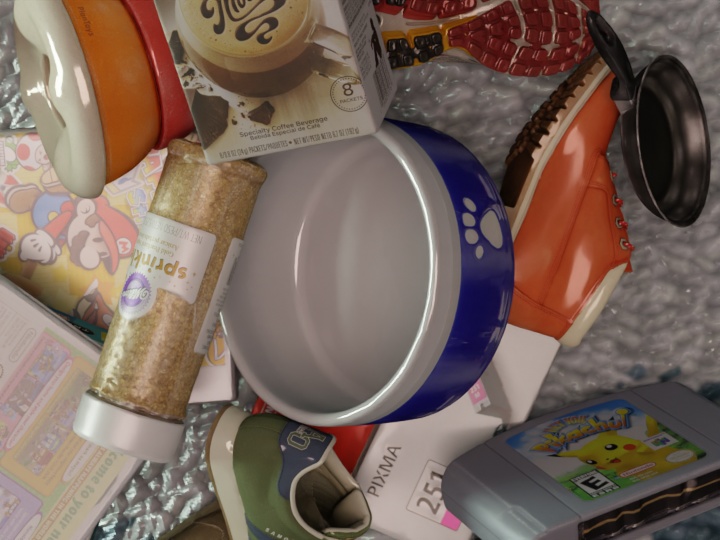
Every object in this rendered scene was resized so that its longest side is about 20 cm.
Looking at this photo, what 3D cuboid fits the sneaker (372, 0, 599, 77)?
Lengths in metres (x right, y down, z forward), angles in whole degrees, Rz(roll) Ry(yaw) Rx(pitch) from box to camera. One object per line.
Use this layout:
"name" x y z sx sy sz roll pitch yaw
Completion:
"sneaker" 0.064 -0.173 1.209 0.200 0.082 0.078 2 104 -16

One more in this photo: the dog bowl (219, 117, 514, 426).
"dog bowl" 0.000 0.000 1.177 0.200 0.079 0.200 -2 86 44

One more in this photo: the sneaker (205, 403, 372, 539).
"sneaker" -0.034 0.174 1.219 0.090 0.067 0.200 5 132 26

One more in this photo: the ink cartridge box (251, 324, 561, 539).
"ink cartridge box" 0.029 0.078 1.262 0.174 0.044 0.200 24 98 -3

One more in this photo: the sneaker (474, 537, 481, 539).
"sneaker" 0.112 0.200 1.209 0.077 0.200 0.082 -25 86 -24

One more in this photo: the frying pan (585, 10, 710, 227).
"frying pan" 0.180 -0.089 1.176 0.031 0.190 0.115 -6 80 34

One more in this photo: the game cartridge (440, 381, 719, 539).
"game cartridge" 0.161 0.130 1.202 0.200 0.133 0.040 -18 111 -21

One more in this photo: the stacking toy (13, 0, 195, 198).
"stacking toy" -0.117 -0.138 1.199 0.200 0.146 0.146 -16 98 -18

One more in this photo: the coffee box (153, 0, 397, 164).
"coffee box" -0.061 -0.176 1.090 0.113 0.080 0.200 -10 115 16

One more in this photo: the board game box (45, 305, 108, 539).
"board game box" -0.253 0.092 1.248 0.200 0.047 0.151 22 99 -2

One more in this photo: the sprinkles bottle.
"sprinkles bottle" -0.121 0.019 1.166 0.068 0.068 0.200 19 89 -1

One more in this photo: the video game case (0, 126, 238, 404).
"video game case" -0.182 -0.002 1.265 0.182 0.023 0.200 -4 98 2

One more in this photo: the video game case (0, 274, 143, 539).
"video game case" -0.249 0.116 1.217 0.182 0.022 0.200 36 96 -4

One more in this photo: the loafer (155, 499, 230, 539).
"loafer" -0.149 0.232 1.277 0.200 0.067 0.076 -42 95 7

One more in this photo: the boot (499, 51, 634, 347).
"boot" 0.145 -0.048 1.216 0.107 0.075 0.200 28 83 -7
